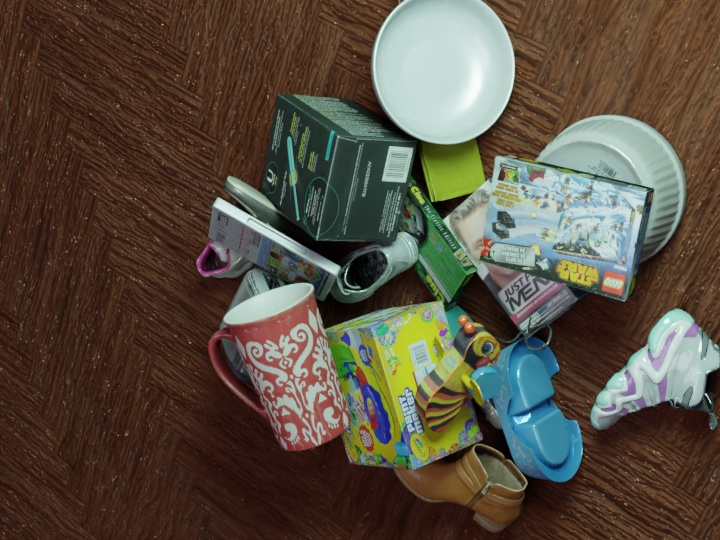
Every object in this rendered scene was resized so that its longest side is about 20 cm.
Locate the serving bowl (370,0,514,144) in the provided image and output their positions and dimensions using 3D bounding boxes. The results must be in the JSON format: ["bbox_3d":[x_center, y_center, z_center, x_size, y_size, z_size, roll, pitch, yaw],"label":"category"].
[{"bbox_3d":[0.102,-0.266,1.589,0.066,0.198,0.202,-173,70,-73],"label":"serving bowl"}]

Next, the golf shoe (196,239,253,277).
[{"bbox_3d":[-0.174,-0.051,1.835,0.200,0.091,0.076,-45,76,29],"label":"golf shoe"}]

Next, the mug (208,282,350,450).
[{"bbox_3d":[-0.106,0.135,1.678,0.177,0.133,0.202,-1,113,53],"label":"mug"}]

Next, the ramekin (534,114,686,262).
[{"bbox_3d":[0.303,-0.094,1.529,0.199,0.105,0.202,7,105,30],"label":"ramekin"}]

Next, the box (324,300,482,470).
[{"bbox_3d":[0.048,0.162,1.688,0.192,0.121,0.202,-13,95,62],"label":"box"}]

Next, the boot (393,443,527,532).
[{"bbox_3d":[0.143,0.282,1.693,0.199,0.074,0.155,27,149,10],"label":"boot"}]

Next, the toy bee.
[{"bbox_3d":[0.137,0.110,1.559,0.130,0.201,0.109,17,155,49],"label":"toy bee"}]

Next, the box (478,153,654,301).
[{"bbox_3d":[0.252,-0.055,1.484,0.199,0.040,0.138,17,109,27],"label":"box"}]

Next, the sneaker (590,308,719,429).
[{"bbox_3d":[0.397,0.164,1.548,0.140,0.078,0.201,42,119,17],"label":"sneaker"}]

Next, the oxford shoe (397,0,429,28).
[{"bbox_3d":[0.069,-0.337,1.635,0.071,0.071,0.202,17,112,23],"label":"oxford shoe"}]

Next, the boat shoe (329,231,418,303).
[{"bbox_3d":[0.001,0.001,1.730,0.200,0.071,0.071,-32,82,50],"label":"boat shoe"}]

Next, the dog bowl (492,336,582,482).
[{"bbox_3d":[0.235,0.192,1.637,0.049,0.111,0.202,-18,92,45],"label":"dog bowl"}]

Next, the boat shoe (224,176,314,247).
[{"bbox_3d":[-0.135,-0.071,1.745,0.057,0.200,0.067,-53,49,5],"label":"boat shoe"}]

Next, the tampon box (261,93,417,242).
[{"bbox_3d":[-0.035,-0.143,1.662,0.200,0.125,0.151,41,124,54],"label":"tampon box"}]

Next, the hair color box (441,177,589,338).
[{"bbox_3d":[0.209,-0.019,1.629,0.100,0.060,0.201,-42,78,30],"label":"hair color box"}]

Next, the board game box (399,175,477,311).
[{"bbox_3d":[0.085,-0.050,1.675,0.201,0.023,0.105,57,148,18],"label":"board game box"}]

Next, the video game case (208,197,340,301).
[{"bbox_3d":[-0.127,-0.027,1.737,0.199,0.018,0.143,30,160,0],"label":"video game case"}]

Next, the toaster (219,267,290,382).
[{"bbox_3d":[-0.136,0.086,1.795,0.130,0.113,0.200,-66,23,19],"label":"toaster"}]

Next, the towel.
[{"bbox_3d":[0.115,-0.200,1.638,0.085,0.018,0.202,-14,97,-12],"label":"towel"}]

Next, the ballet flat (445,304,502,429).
[{"bbox_3d":[0.157,0.142,1.698,0.072,0.072,0.201,-38,79,31],"label":"ballet flat"}]
